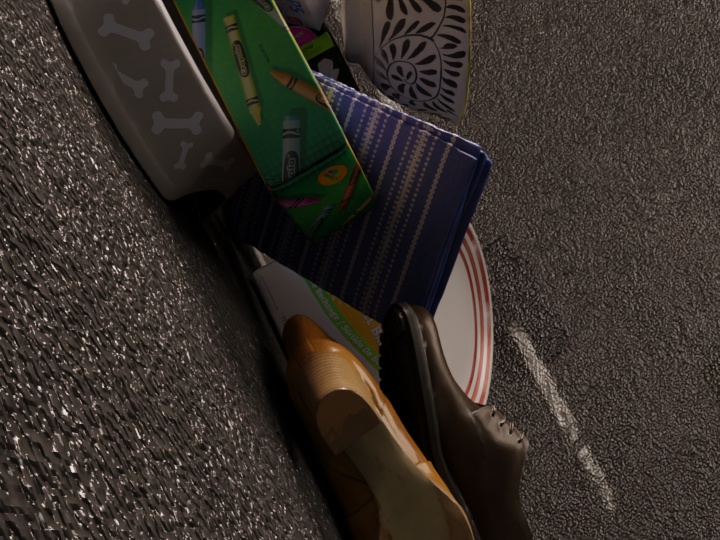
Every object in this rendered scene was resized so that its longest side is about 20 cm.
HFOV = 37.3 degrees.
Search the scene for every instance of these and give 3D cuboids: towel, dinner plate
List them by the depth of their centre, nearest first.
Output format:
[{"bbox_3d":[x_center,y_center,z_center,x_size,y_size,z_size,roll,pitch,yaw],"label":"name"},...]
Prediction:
[{"bbox_3d":[-0.008,-0.055,0.773,0.199,0.147,0.024,30,20,30],"label":"towel"},{"bbox_3d":[0.087,0.047,0.991,0.200,0.024,0.203,-3,90,-66],"label":"dinner plate"}]

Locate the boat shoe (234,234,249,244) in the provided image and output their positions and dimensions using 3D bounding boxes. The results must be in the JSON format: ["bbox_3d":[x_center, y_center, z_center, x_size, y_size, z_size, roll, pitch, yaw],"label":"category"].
[{"bbox_3d":[-0.010,-0.052,0.887,0.072,0.198,0.063,-137,-148,-58],"label":"boat shoe"}]

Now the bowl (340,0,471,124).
[{"bbox_3d":[0.031,-0.219,0.878,0.201,0.093,0.204,176,-90,-87],"label":"bowl"}]

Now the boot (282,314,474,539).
[{"bbox_3d":[0.011,0.127,0.706,0.203,0.070,0.144,63,-2,-17],"label":"boot"}]

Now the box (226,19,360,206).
[{"bbox_3d":[-0.090,-0.171,0.927,0.202,0.147,0.124,64,4,24],"label":"box"}]

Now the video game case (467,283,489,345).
[{"bbox_3d":[0.044,0.066,1.006,0.018,0.200,0.144,-2,-54,44],"label":"video game case"}]

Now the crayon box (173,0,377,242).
[{"bbox_3d":[-0.064,-0.130,0.713,0.202,0.058,0.119,63,2,17],"label":"crayon box"}]

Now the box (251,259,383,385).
[{"bbox_3d":[0.008,0.074,0.844,0.202,0.100,0.113,63,1,17],"label":"box"}]

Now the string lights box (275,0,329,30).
[{"bbox_3d":[-0.123,-0.257,0.831,0.197,0.060,0.103,17,-9,14],"label":"string lights box"}]

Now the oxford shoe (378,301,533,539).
[{"bbox_3d":[0.067,0.110,0.735,0.073,0.084,0.203,12,-58,69],"label":"oxford shoe"}]

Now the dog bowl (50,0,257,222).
[{"bbox_3d":[-0.130,-0.131,0.697,0.202,0.058,0.200,61,2,-4],"label":"dog bowl"}]
